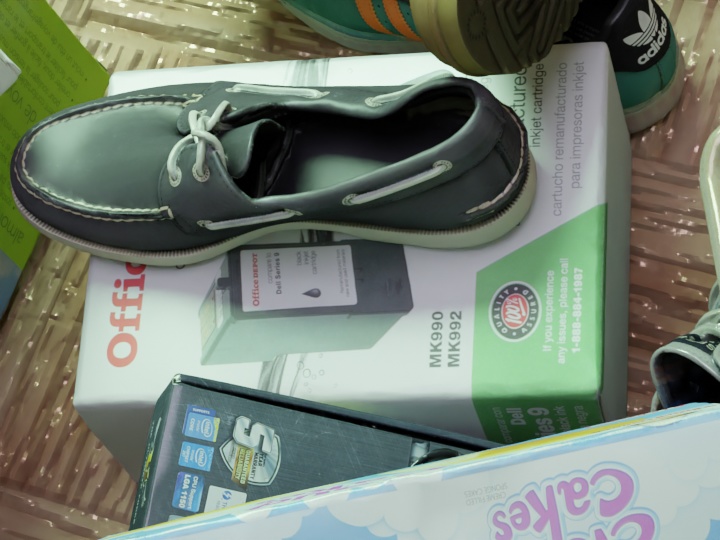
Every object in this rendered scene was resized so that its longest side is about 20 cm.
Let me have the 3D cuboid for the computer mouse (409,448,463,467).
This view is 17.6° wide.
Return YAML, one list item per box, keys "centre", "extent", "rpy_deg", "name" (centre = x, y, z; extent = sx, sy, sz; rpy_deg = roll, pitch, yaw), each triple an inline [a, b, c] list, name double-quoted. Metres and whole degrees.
- centre: [0.042, 0.157, 0.761]
  extent: [0.058, 0.034, 0.202]
  rpy_deg: [-8, 78, -17]
  name: "computer mouse"

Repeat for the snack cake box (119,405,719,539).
- centre: [0.020, 0.093, 0.697]
  extent: [0.198, 0.115, 0.068]
  rpy_deg: [-12, 85, -1]
  name: "snack cake box"

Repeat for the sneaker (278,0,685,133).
- centre: [0.038, -0.123, 0.935]
  extent: [0.199, 0.080, 0.072]
  rpy_deg: [22, 72, 22]
  name: "sneaker"

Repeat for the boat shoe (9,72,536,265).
- centre: [-0.038, -0.046, 0.832]
  extent: [0.198, 0.063, 0.073]
  rpy_deg: [1, 65, 15]
  name: "boat shoe"

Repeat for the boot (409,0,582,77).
- centre: [-0.008, -0.127, 0.876]
  extent: [0.199, 0.066, 0.175]
  rpy_deg: [0, 35, 31]
  name: "boot"

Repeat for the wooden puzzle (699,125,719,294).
- centre: [0.214, 0.043, 0.786]
  extent: [0.184, 0.046, 0.202]
  rpy_deg: [6, 64, -21]
  name: "wooden puzzle"

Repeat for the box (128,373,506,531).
- centre: [-0.011, 0.150, 0.794]
  extent: [0.156, 0.051, 0.202]
  rpy_deg: [14, 73, -10]
  name: "box"

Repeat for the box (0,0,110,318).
- centre: [-0.178, -0.025, 0.917]
  extent: [0.047, 0.122, 0.201]
  rpy_deg: [12, 69, 28]
  name: "box"

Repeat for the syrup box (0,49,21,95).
- centre: [-0.228, -0.038, 0.824]
  extent: [0.200, 0.079, 0.081]
  rpy_deg: [-45, 55, -3]
  name: "syrup box"

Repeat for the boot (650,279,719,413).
- centre: [0.145, 0.024, 0.824]
  extent: [0.095, 0.074, 0.201]
  rpy_deg: [6, 59, -32]
  name: "boot"

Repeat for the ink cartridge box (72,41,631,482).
- centre: [0.000, 0.000, 0.885]
  extent: [0.198, 0.084, 0.147]
  rpy_deg: [-3, 64, 13]
  name: "ink cartridge box"
